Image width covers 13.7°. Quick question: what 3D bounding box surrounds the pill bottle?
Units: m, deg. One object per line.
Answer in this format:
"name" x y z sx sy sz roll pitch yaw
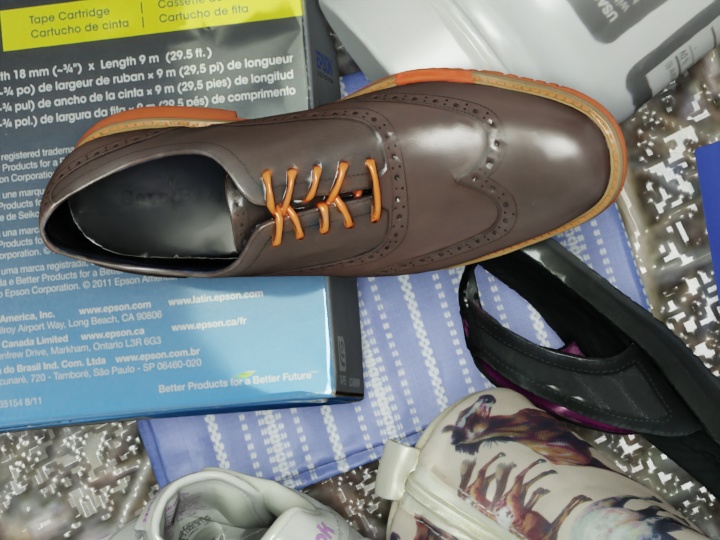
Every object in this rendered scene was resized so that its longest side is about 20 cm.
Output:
"pill bottle" 0.091 -0.123 1.074 0.200 0.113 0.113 -38 83 -2

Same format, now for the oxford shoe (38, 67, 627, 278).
"oxford shoe" -0.011 -0.023 1.005 0.200 0.073 0.071 -7 105 15

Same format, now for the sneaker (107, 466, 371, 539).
"sneaker" -0.045 0.097 1.038 0.100 0.200 0.075 48 69 -24

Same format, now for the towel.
"towel" 0.000 0.000 1.135 0.200 0.024 0.145 -19 83 3

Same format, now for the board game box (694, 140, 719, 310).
"board game box" 0.201 0.045 1.062 0.134 0.045 0.200 -6 85 -26

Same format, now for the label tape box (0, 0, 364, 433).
"label tape box" -0.080 -0.045 1.098 0.144 0.063 0.200 -5 86 12

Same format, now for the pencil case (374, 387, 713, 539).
"pencil case" 0.095 0.115 1.006 0.200 0.089 0.078 33 95 35

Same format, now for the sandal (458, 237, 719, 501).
"sandal" 0.087 0.041 1.070 0.200 0.075 0.048 42 77 -9
